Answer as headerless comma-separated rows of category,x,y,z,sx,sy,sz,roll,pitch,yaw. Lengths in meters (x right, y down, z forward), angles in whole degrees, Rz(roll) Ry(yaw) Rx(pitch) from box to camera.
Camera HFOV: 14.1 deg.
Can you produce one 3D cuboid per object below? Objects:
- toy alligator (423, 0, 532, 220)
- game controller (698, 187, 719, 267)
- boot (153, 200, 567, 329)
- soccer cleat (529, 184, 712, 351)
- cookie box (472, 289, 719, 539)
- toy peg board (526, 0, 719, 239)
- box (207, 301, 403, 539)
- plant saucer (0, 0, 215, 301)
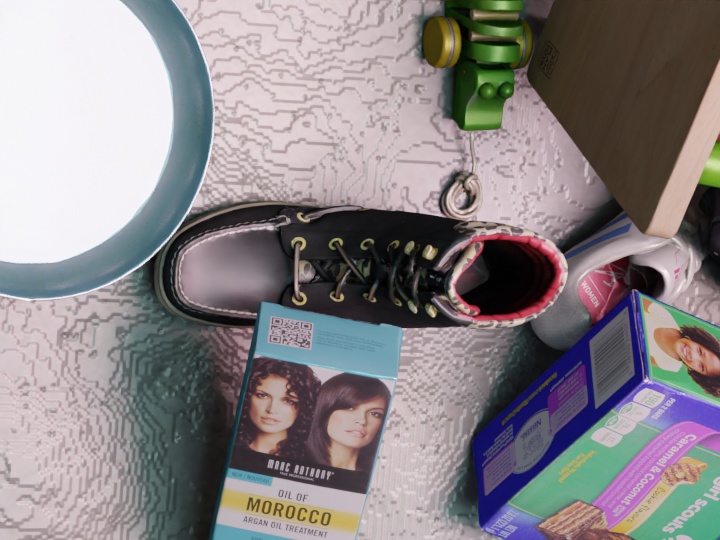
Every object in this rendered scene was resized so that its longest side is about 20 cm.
toy alligator,0.074,-0.125,1.709,0.059,0.054,0.201,-2,98,-23
game controller,0.248,-0.036,1.748,0.105,0.042,0.200,-62,158,-5
boot,0.001,-0.002,1.637,0.203,0.154,0.074,-1,92,-25
soccer cleat,0.189,-0.018,1.758,0.200,0.086,0.070,-42,112,-13
cookie box,0.196,0.116,1.736,0.200,0.171,0.075,21,44,-25
toy peg board,0.199,-0.143,1.617,0.098,0.199,0.200,10,115,-24
box,-0.036,0.116,1.637,0.082,0.049,0.200,11,125,-4
plant saucer,-0.178,-0.084,1.619,0.200,0.027,0.201,-4,99,-24
